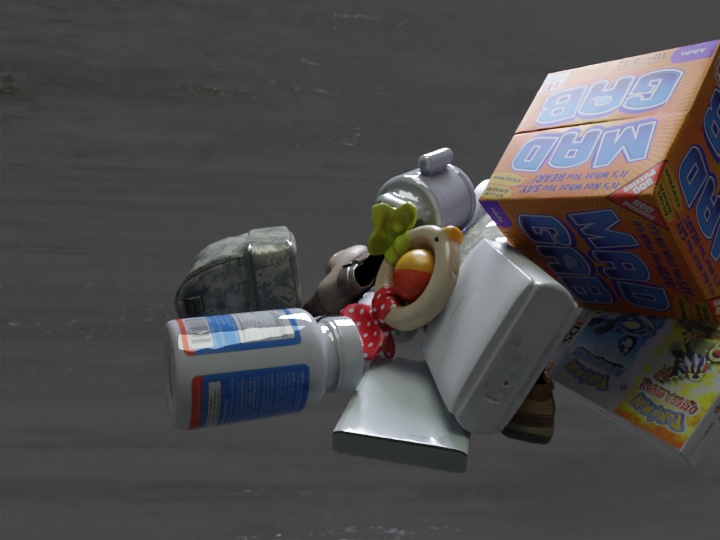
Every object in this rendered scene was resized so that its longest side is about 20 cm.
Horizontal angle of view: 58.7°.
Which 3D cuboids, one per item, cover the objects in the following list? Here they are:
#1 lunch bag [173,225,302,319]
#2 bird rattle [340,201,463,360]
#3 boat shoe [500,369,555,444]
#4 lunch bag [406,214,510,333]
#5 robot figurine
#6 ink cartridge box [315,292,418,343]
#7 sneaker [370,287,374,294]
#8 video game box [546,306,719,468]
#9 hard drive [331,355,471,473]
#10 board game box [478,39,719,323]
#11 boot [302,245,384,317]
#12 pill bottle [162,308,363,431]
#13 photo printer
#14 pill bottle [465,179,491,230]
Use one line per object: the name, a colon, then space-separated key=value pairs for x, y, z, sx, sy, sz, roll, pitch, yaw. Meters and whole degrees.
lunch bag: x=-0.170 y=0.019 z=0.910 sx=0.166 sy=0.141 sz=0.200 roll=-5 pitch=13 yaw=-6
bird rattle: x=0.049 y=0.012 z=0.768 sx=0.112 sy=0.201 sz=0.162 roll=36 pitch=-23 yaw=-26
boat shoe: x=0.182 y=0.118 z=0.729 sx=0.075 sy=0.075 sz=0.200 roll=6 pitch=15 yaw=-2
lunch bag: x=0.171 y=0.004 z=0.887 sx=0.199 sy=0.118 sz=0.164 roll=-38 pitch=10 yaw=21
robot figurine: x=0.097 y=-0.092 z=0.935 sx=0.112 sy=0.171 sz=0.199 roll=27 pitch=32 yaw=25
ink cartridge box: x=-0.001 y=0.073 z=0.963 sx=0.198 sy=0.051 sz=0.161 roll=-12 pitch=10 yaw=20
sneaker: x=0.123 y=0.025 z=1.062 sx=0.198 sy=0.076 sz=0.114 roll=4 pitch=17 yaw=15
video game box: x=0.324 y=0.087 z=0.707 sx=0.047 sy=0.183 sz=0.200 roll=40 pitch=-6 yaw=-32
hard drive: x=0.057 y=0.147 z=0.697 sx=0.130 sy=0.027 sz=0.200 roll=6 pitch=15 yaw=11
board game box: x=0.295 y=-0.090 z=0.707 sx=0.199 sy=0.201 sz=0.200 roll=6 pitch=-32 yaw=51
boot: x=0.000 y=0.000 z=0.927 sx=0.146 sy=0.070 sz=0.200 roll=-32 pitch=14 yaw=46
pill bottle: x=-0.102 y=0.099 z=0.678 sx=0.198 sy=0.114 sz=0.112 roll=-3 pitch=16 yaw=-24
photo printer: x=0.135 y=0.057 z=0.690 sx=0.069 sy=0.167 sz=0.200 roll=26 pitch=13 yaw=-12
pill bottle: x=0.273 y=-0.072 z=0.990 sx=0.199 sy=0.116 sz=0.114 roll=16 pitch=20 yaw=38
